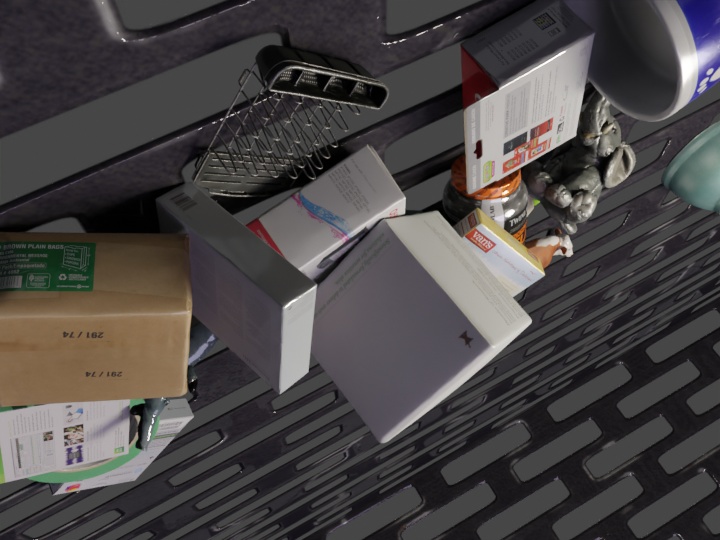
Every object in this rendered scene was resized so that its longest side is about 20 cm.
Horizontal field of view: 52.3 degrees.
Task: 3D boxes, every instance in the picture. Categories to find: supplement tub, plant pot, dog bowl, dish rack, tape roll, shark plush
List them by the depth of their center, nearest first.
[{"bbox_3d":[-0.081,-0.141,0.767,0.153,0.055,0.200,-2,142,-45],"label":"dish rack"},{"bbox_3d":[0.313,-0.272,0.815,0.079,0.200,0.200,-33,155,-4],"label":"dog bowl"},{"bbox_3d":[-0.243,0.130,0.945,0.091,0.083,0.200,78,35,-56],"label":"shark plush"},{"bbox_3d":[-0.381,0.213,1.009,0.200,0.048,0.201,-18,139,-17],"label":"tape roll"},{"bbox_3d":[0.182,-0.068,1.080,0.122,0.123,0.200,-24,135,-17],"label":"supplement tub"},{"bbox_3d":[0.749,-0.200,1.516,0.200,0.134,0.200,-26,155,-13],"label":"plant pot"}]

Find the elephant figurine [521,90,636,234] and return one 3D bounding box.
[{"bbox_3d":[0.355,-0.176,1.131,0.200,0.141,0.155,-53,-175,-1],"label":"elephant figurine"}]

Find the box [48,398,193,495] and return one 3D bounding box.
[{"bbox_3d":[-0.387,0.284,1.186,0.156,0.041,0.200,5,134,-51],"label":"box"}]

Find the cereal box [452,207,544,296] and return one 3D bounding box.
[{"bbox_3d":[0.139,0.015,1.044,0.144,0.040,0.200,34,122,-30],"label":"cereal box"}]

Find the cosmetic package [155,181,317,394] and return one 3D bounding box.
[{"bbox_3d":[-0.136,0.019,0.792,0.052,0.200,0.151,-34,151,-35],"label":"cosmetic package"}]

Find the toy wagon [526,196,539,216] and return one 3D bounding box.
[{"bbox_3d":[0.240,-0.094,1.234,0.200,0.040,0.155,-34,155,2],"label":"toy wagon"}]

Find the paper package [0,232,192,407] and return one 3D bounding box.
[{"bbox_3d":[-0.278,0.052,0.763,0.199,0.104,0.191,0,143,-17],"label":"paper package"}]

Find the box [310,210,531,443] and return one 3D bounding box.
[{"bbox_3d":[0.063,0.064,0.922,0.199,0.200,0.171,-45,167,25],"label":"box"}]

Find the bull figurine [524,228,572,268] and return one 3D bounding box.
[{"bbox_3d":[0.327,-0.016,1.437,0.200,0.065,0.122,-13,145,-34],"label":"bull figurine"}]

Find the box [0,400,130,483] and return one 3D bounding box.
[{"bbox_3d":[-0.394,0.200,0.922,0.200,0.036,0.145,-9,135,-29],"label":"box"}]

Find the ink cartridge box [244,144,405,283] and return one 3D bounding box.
[{"bbox_3d":[-0.048,-0.047,0.892,0.200,0.086,0.148,-33,170,-3],"label":"ink cartridge box"}]

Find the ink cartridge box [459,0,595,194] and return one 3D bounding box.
[{"bbox_3d":[0.183,-0.210,0.910,0.175,0.084,0.200,-30,154,-6],"label":"ink cartridge box"}]

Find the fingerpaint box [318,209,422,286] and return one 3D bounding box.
[{"bbox_3d":[0.000,0.000,1.086,0.167,0.073,0.200,-4,142,-47],"label":"fingerpaint box"}]
